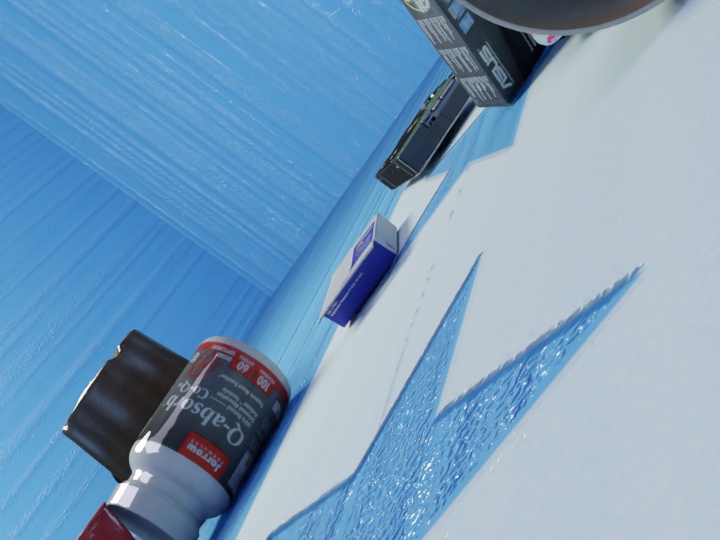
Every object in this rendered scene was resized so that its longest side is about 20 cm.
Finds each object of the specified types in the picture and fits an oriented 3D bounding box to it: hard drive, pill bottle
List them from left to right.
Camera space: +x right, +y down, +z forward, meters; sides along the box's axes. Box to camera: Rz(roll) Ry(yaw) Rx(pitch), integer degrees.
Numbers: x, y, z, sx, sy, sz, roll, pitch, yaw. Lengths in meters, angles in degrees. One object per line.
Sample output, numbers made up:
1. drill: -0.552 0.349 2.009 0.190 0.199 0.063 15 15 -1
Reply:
1. pill bottle: -0.163 0.178 0.923 0.201 0.115 0.116 -60 7 -31
2. hard drive: 0.084 -0.180 1.185 0.141 0.038 0.200 -57 5 -5

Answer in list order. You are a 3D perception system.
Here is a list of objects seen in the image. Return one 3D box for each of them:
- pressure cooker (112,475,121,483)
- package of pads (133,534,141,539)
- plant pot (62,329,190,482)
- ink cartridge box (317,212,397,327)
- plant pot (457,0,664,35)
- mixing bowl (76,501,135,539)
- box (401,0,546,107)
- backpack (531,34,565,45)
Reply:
1. pressure cooker: -0.626 0.531 2.587 0.200 0.172 0.182 180 95 -84
2. package of pads: -0.296 0.325 1.427 0.121 0.075 0.201 -50 8 28
3. plant pot: -0.241 0.188 1.108 0.202 0.197 0.200 -54 5 7
4. ink cartridge box: 0.000 0.000 0.956 0.095 0.037 0.200 -54 3 12
5. plant pot: 0.129 -0.247 0.532 0.201 0.200 0.134 -52 -5 26
6. mixing bowl: -0.247 0.325 0.814 0.202 0.108 0.200 -57 4 6
7. box: 0.105 -0.274 0.804 0.049 0.200 0.162 11 61 52
8. backpack: 0.159 -0.284 0.687 0.201 0.149 0.179 -58 10 36
